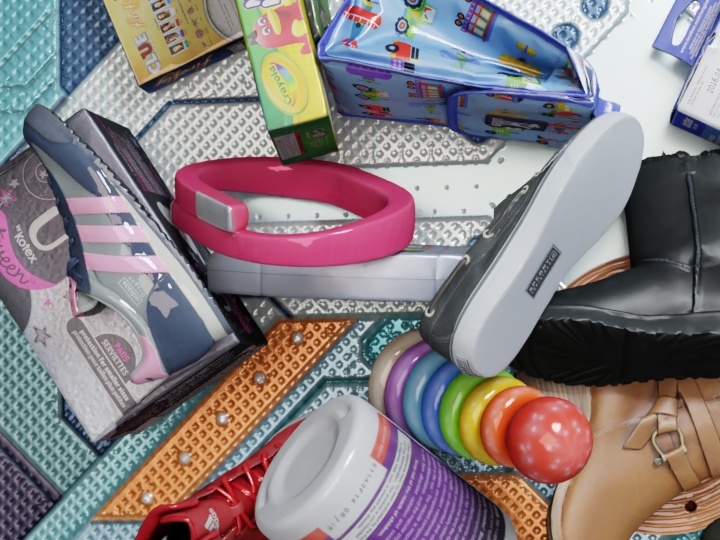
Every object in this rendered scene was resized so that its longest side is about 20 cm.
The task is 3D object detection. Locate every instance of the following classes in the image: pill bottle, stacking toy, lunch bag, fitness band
[{"bbox_3d":[0.035,0.184,1.035,0.200,0.111,0.112,39,93,-18],"label":"pill bottle"},{"bbox_3d":[0.086,0.096,1.013,0.085,0.200,0.086,-5,101,-28],"label":"stacking toy"},{"bbox_3d":[0.083,-0.138,1.049,0.199,0.151,0.095,19,83,7],"label":"lunch bag"},{"bbox_3d":[-0.047,-0.043,1.045,0.143,0.200,0.038,-6,108,-27],"label":"fitness band"}]

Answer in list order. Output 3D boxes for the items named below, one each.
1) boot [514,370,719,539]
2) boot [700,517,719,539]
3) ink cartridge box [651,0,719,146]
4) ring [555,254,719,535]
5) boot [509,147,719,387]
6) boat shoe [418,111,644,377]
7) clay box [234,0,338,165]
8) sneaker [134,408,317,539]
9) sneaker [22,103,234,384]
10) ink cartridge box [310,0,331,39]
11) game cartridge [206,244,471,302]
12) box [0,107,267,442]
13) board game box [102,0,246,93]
[{"bbox_3d":[0.199,0.144,1.049,0.154,0.077,0.201,-12,78,4],"label":"boot"},{"bbox_3d":[0.318,0.123,1.045,0.199,0.077,0.139,-11,88,-7],"label":"boot"},{"bbox_3d":[0.305,-0.138,1.059,0.199,0.076,0.137,27,90,7],"label":"ink cartridge box"},{"bbox_3d":[0.213,0.087,1.088,0.199,0.019,0.202,-1,86,8],"label":"ring"},{"bbox_3d":[0.192,-0.007,1.036,0.197,0.074,0.163,-1,52,12],"label":"boot"},{"bbox_3d":[0.108,-0.024,0.977,0.056,0.069,0.200,25,74,41],"label":"boat shoe"},{"bbox_3d":[-0.062,-0.183,1.052,0.047,0.115,0.201,-15,82,0],"label":"clay box"},{"bbox_3d":[-0.075,0.166,1.073,0.200,0.116,0.078,-39,83,4],"label":"sneaker"},{"bbox_3d":[-0.173,-0.016,1.002,0.082,0.070,0.200,-39,84,-4],"label":"sneaker"},{"bbox_3d":[-0.022,-0.254,1.073,0.048,0.146,0.201,-14,85,5],"label":"ink cartridge box"},{"bbox_3d":[0.000,0.000,1.063,0.199,0.133,0.041,2,97,7],"label":"game cartridge"},{"bbox_3d":[-0.181,0.006,1.097,0.132,0.115,0.201,-34,83,4],"label":"box"},{"bbox_3d":[-0.141,-0.253,1.145,0.135,0.035,0.201,-23,84,6],"label":"board game box"}]
